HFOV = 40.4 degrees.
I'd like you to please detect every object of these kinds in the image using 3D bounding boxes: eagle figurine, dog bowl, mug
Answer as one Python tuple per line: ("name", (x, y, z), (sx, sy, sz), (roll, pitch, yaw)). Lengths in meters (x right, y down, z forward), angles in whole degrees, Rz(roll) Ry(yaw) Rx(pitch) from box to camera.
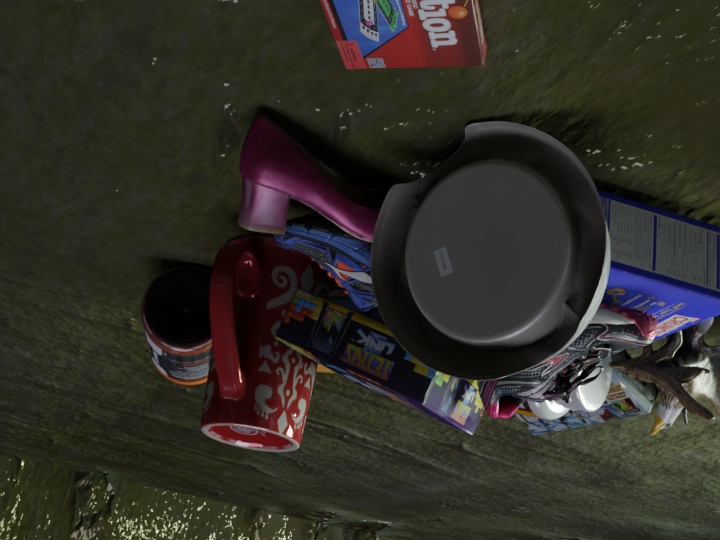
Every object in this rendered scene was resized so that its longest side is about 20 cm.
("eagle figurine", (0.357, 0.115, 1.041), (0.198, 0.154, 0.151), (11, 144, -39))
("dog bowl", (0.106, -0.012, 0.775), (0.197, 0.204, 0.058), (-6, 168, 31))
("mug", (-0.117, 0.075, 1.040), (0.176, 0.203, 0.132), (25, 153, -36))

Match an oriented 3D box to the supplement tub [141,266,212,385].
("supplement tub", (-0.211, 0.078, 1.205), (0.105, 0.109, 0.200), (10, 157, -3))

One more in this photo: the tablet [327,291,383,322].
("tablet", (0.077, 0.047, 0.973), (0.197, 0.014, 0.130), (4, 161, 22))

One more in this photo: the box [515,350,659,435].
("box", (0.237, 0.125, 1.167), (0.137, 0.040, 0.199), (46, 146, -13))

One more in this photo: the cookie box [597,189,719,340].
("cookie box", (0.214, -0.001, 0.898), (0.197, 0.076, 0.171), (15, 159, -13))

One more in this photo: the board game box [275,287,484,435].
("board game box", (0.028, 0.095, 0.974), (0.163, 0.057, 0.200), (23, 172, 25))

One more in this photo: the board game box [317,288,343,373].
("board game box", (-0.048, 0.068, 1.135), (0.196, 0.097, 0.030), (4, 157, 10))

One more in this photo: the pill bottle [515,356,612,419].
("pill bottle", (0.168, 0.100, 1.068), (0.198, 0.111, 0.109), (4, 160, 42))

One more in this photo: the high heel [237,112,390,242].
("high heel", (-0.012, -0.081, 0.852), (0.197, 0.097, 0.067), (3, -158, -22))

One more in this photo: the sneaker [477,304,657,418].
("sneaker", (0.188, 0.082, 0.895), (0.080, 0.076, 0.199), (13, 153, -34))

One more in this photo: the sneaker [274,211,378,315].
("sneaker", (0.000, 0.000, 0.902), (0.198, 0.080, 0.075), (22, -159, 27))

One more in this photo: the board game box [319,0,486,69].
("board game box", (0.017, -0.191, 0.603), (0.101, 0.020, 0.200), (1, 156, 15))
